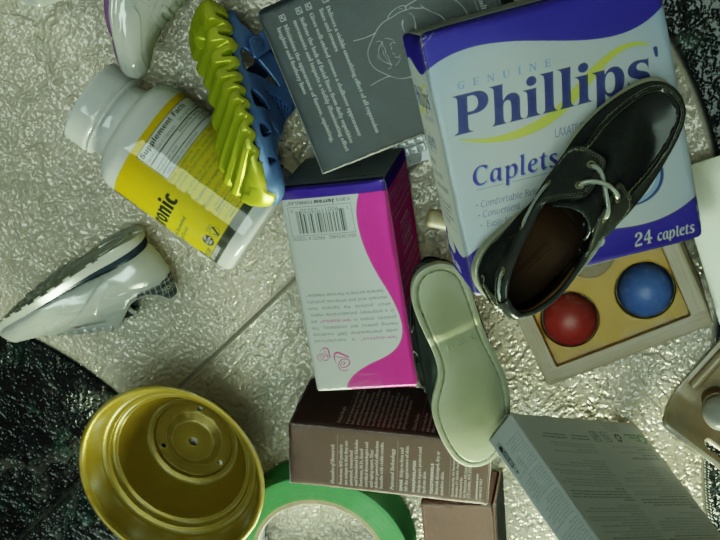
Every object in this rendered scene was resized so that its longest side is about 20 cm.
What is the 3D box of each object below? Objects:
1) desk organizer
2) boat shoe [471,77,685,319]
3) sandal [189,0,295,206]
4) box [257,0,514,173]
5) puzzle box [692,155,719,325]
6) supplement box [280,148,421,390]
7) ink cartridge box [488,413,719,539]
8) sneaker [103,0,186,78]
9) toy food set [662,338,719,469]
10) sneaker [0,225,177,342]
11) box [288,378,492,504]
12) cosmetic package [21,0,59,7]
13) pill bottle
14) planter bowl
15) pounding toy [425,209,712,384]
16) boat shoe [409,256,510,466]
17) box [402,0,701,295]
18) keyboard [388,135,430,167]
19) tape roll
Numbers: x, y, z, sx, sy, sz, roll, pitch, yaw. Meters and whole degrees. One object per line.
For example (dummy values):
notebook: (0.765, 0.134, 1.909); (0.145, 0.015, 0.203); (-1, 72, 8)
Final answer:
desk organizer: (0.112, 0.310, 1.169); (0.076, 0.072, 0.203); (-1, 110, 14)
boat shoe: (0.161, -0.048, 0.794); (0.072, 0.068, 0.200); (40, 95, -11)
sandal: (-0.091, -0.151, 0.998); (0.079, 0.086, 0.203); (-43, 55, 56)
box: (0.037, -0.195, 0.974); (0.198, 0.107, 0.150); (-19, 102, 17)
puzzle box: (0.368, -0.013, 0.991); (0.131, 0.025, 0.203); (-16, 90, 20)
supplement box: (0.000, 0.000, 1.054); (0.100, 0.104, 0.203); (-4, 110, 15)
ink cartridge box: (0.235, 0.214, 0.998); (0.198, 0.201, 0.041); (11, 122, -41)
sneaker: (-0.167, -0.266, 0.993); (0.098, 0.075, 0.203); (14, 97, -1)
toy food set: (0.397, 0.110, 1.044); (0.143, 0.060, 0.201); (35, 113, -3)
sneaker: (-0.282, 0.034, 1.146); (0.198, 0.077, 0.081); (-26, 113, 20)
box: (0.034, 0.167, 1.115); (0.197, 0.100, 0.076); (6, 111, 9)
cosmetic package: (-0.306, -0.347, 0.955); (0.198, 0.168, 0.168); (23, 114, 1)
pill bottle: (-0.171, -0.101, 1.050); (0.199, 0.111, 0.112); (36, 113, -3)
planter bowl: (-0.185, 0.195, 1.176); (0.197, 0.084, 0.203); (4, 111, 10)
pounding toy: (0.185, -0.016, 0.995); (0.182, 0.142, 0.202); (-23, 104, 18)
boat shoe: (0.084, 0.078, 1.020); (0.074, 0.066, 0.201); (-21, 109, 0)
box: (0.144, -0.107, 0.868); (0.181, 0.105, 0.203); (-14, 102, 1)
keyboard: (0.113, -0.150, 1.031); (0.198, 0.011, 0.057); (-18, 106, 16)
tape roll: (-0.039, 0.298, 1.205); (0.197, 0.048, 0.203); (4, 110, 10)
